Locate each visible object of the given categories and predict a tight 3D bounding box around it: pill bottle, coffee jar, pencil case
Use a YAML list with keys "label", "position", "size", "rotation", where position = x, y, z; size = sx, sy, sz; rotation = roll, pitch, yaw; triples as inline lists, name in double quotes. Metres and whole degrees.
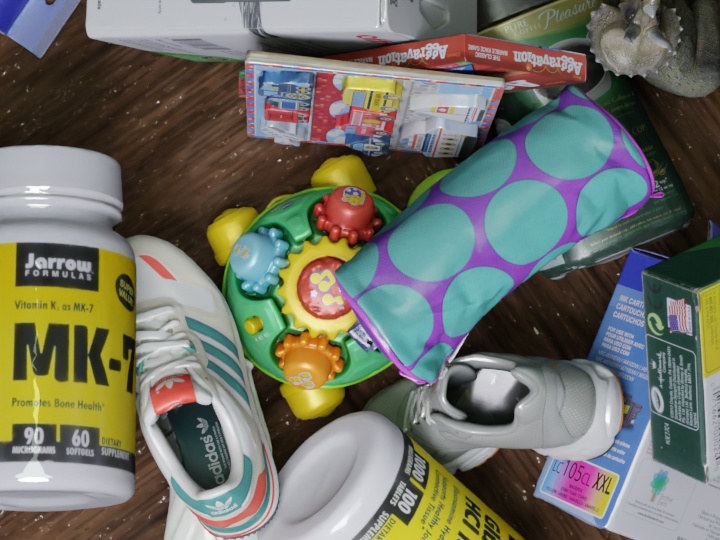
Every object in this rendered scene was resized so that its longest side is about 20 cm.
- label: "pill bottle"
  position: [-0.187, 0.035, 1.513]
  size: [0.114, 0.114, 0.201]
  rotation: [-1, 78, -1]
- label: "pill bottle"
  position: [0.041, 0.186, 1.599]
  size: [0.200, 0.112, 0.112]
  rotation: [42, 89, -23]
- label: "coffee jar"
  position: [0.128, -0.103, 1.633]
  size: [0.104, 0.085, 0.200]
  rotation: [-21, 91, -12]
- label: "pencil case"
  position: [0.080, -0.020, 1.537]
  size: [0.200, 0.085, 0.093]
  rotation: [-39, 106, -8]

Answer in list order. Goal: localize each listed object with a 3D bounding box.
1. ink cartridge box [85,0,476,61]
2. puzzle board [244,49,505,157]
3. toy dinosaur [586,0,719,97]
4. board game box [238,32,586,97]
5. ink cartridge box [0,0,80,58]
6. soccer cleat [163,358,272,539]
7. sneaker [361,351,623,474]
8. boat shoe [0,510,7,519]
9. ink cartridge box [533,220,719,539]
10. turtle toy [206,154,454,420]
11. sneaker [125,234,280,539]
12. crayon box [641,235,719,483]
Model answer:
- label: "ink cartridge box"
  position: [-0.043, -0.174, 1.566]
  size: [0.199, 0.146, 0.084]
  rotation: [2, 88, 25]
- label: "puzzle board"
  position: [0.005, -0.095, 1.575]
  size: [0.150, 0.200, 0.017]
  rotation: [6, 81, -1]
- label: "toy dinosaur"
  position: [0.190, -0.149, 1.605]
  size: [0.077, 0.200, 0.103]
  rotation: [-7, 71, 29]
- label: "board game box"
  position: [0.029, -0.117, 1.567]
  size: [0.103, 0.200, 0.020]
  rotation: [3, 85, -42]
- label: "ink cartridge box"
  position: [-0.260, -0.231, 1.651]
  size: [0.200, 0.039, 0.100]
  rotation: [33, 89, -2]
- label: "soccer cleat"
  position: [-0.086, 0.150, 1.613]
  size: [0.069, 0.078, 0.201]
  rotation: [-1, 78, -33]
- label: "sneaker"
  position: [0.061, 0.079, 1.587]
  size: [0.092, 0.200, 0.076]
  rotation: [18, 69, -42]
- label: "boat shoe"
  position: [-0.176, 0.091, 1.636]
  size: [0.075, 0.075, 0.203]
  rotation: [36, 89, -7]
- label: "ink cartridge box"
  position: [0.208, 0.074, 1.610]
  size: [0.136, 0.076, 0.200]
  rotation: [23, 90, -42]
- label: "turtle toy"
  position: [0.000, 0.000, 1.623]
  size: [0.200, 0.101, 0.146]
  rotation: [-27, 91, -1]
- label: "sneaker"
  position: [-0.105, 0.061, 1.552]
  size: [0.070, 0.093, 0.200]
  rotation: [-22, 74, 2]
- label: "crayon box"
  position: [0.257, 0.031, 1.555]
  size: [0.200, 0.051, 0.127]
  rotation: [-21, 118, -33]
